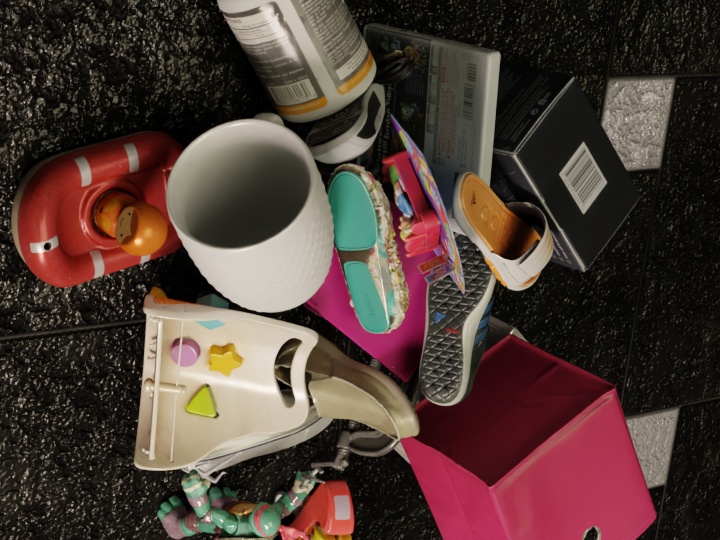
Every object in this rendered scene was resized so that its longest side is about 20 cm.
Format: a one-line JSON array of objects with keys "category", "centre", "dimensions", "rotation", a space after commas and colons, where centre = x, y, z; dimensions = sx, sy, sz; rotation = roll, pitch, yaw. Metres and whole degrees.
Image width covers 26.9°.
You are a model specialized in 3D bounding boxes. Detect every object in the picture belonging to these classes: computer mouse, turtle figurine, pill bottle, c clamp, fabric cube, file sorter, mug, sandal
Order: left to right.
[{"category": "turtle figurine", "centre": [-0.130, 0.257, 1.620], "dimensions": [0.149, 0.200, 0.101], "rotation": [13, 72, -31]}, {"category": "mug", "centre": [-0.096, -0.062, 1.491], "dimensions": [0.176, 0.147, 0.201], "rotation": [70, 22, -59]}, {"category": "pill bottle", "centre": [-0.074, -0.258, 1.507], "dimensions": [0.116, 0.116, 0.200], "rotation": [-39, 120, -18]}, {"category": "computer mouse", "centre": [-0.006, -0.158, 1.545], "dimensions": [0.044, 0.109, 0.200], "rotation": [59, 29, -24]}, {"category": "file sorter", "centre": [0.000, 0.000, 1.664], "dimensions": [0.200, 0.125, 0.139], "rotation": [41, 83, -39]}, {"category": "c clamp", "centre": [0.016, 0.141, 1.739], "dimensions": [0.027, 0.171, 0.201], "rotation": [30, 75, -26]}, {"category": "sandal", "centre": [0.161, -0.038, 1.571], "dimensions": [0.207, 0.059, 0.079], "rotation": [38, 60, -52]}, {"category": "fabric cube", "centre": [0.192, 0.230, 1.740], "dimensions": [0.196, 0.200, 0.200], "rotation": [-34, 122, -19]}]

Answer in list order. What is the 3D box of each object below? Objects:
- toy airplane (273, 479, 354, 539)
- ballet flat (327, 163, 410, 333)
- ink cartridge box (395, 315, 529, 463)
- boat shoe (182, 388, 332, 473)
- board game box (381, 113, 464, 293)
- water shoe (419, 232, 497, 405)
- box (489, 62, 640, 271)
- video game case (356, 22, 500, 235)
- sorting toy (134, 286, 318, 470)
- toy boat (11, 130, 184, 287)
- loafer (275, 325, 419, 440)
[{"category": "toy airplane", "centre": [-0.055, 0.368, 1.759], "dimensions": [0.200, 0.141, 0.199], "rotation": [-40, 127, -18]}, {"category": "ballet flat", "centre": [0.009, -0.029, 1.546], "dimensions": [0.064, 0.075, 0.201], "rotation": [-47, 137, -48]}, {"category": "ink cartridge box", "centre": [0.141, 0.173, 1.865], "dimensions": [0.200, 0.084, 0.145], "rotation": [-51, 128, -9]}, {"category": "boat shoe", "centre": [-0.116, 0.160, 1.682], "dimensions": [0.199, 0.071, 0.070], "rotation": [-17, 120, -24]}, {"category": "board game box", "centre": [0.049, -0.063, 1.513], "dimensions": [0.039, 0.200, 0.158], "rotation": [-21, 118, -5]}, {"category": "water shoe", "centre": [0.109, 0.048, 1.649], "dimensions": [0.079, 0.071, 0.201], "rotation": [6, 100, -71]}, {"category": "box", "centre": [0.177, -0.124, 1.696], "dimensions": [0.124, 0.196, 0.200], "rotation": [-52, 130, -17]}, {"category": "video game case", "centre": [0.069, -0.153, 1.619], "dimensions": [0.023, 0.181, 0.201], "rotation": [-17, 118, -43]}, {"category": "sorting toy", "centre": [-0.137, 0.104, 1.556], "dimensions": [0.179, 0.107, 0.201], "rotation": [6, 122, -6]}, {"category": "toy boat", "centre": [-0.234, -0.052, 1.464], "dimensions": [0.199, 0.131, 0.131], "rotation": [-20, 118, -30]}, {"category": "loafer", "centre": [-0.019, 0.136, 1.657], "dimensions": [0.068, 0.200, 0.076], "rotation": [-43, 142, -22]}]
